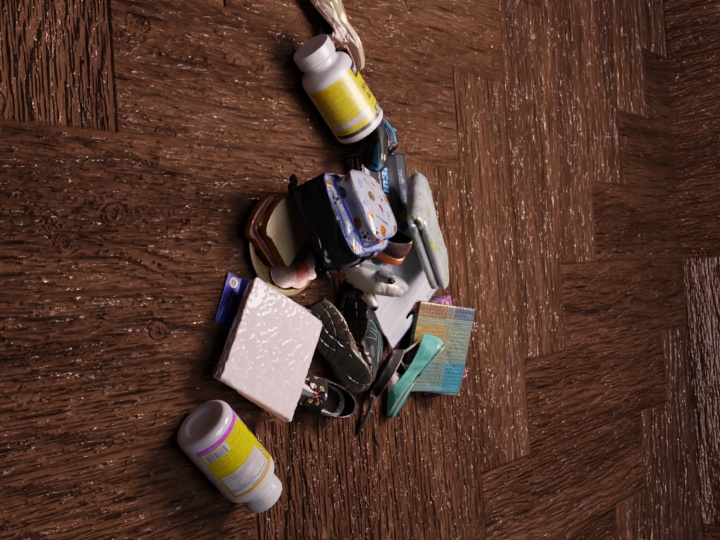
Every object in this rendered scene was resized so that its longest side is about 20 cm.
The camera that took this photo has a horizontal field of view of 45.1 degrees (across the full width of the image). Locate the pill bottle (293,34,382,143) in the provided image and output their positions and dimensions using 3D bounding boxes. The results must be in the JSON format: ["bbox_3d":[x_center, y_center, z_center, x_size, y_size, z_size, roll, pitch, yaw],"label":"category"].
[{"bbox_3d":[-0.048,-0.362,1.726,0.200,0.111,0.112,54,49,-32],"label":"pill bottle"}]

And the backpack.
[{"bbox_3d":[-0.023,-0.098,1.617,0.190,0.153,0.202,-10,82,-73],"label":"backpack"}]

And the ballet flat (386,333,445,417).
[{"bbox_3d":[0.100,0.220,1.869,0.201,0.070,0.067,-53,170,-3],"label":"ballet flat"}]

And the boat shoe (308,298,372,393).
[{"bbox_3d":[-0.046,0.149,1.715,0.075,0.074,0.201,-27,100,-2],"label":"boat shoe"}]

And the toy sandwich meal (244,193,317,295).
[{"bbox_3d":[-0.132,-0.053,1.627,0.204,0.070,0.208,7,81,-49],"label":"toy sandwich meal"}]

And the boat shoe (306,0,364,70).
[{"bbox_3d":[-0.056,-0.488,1.775,0.072,0.072,0.201,-37,130,-12],"label":"boat shoe"}]

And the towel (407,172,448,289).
[{"bbox_3d":[0.142,-0.081,1.824,0.172,0.048,0.201,-88,160,-54],"label":"towel"}]

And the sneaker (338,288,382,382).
[{"bbox_3d":[0.003,0.131,1.782,0.079,0.075,0.202,-30,117,-58],"label":"sneaker"}]

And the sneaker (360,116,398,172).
[{"bbox_3d":[0.047,-0.264,1.790,0.081,0.073,0.201,26,35,-21],"label":"sneaker"}]

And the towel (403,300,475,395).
[{"bbox_3d":[0.173,0.173,1.924,0.145,0.022,0.202,9,95,-21],"label":"towel"}]

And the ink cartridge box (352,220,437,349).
[{"bbox_3d":[0.077,0.032,1.859,0.200,0.040,0.201,-50,136,-29],"label":"ink cartridge box"}]

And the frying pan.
[{"bbox_3d":[0.037,0.242,1.819,0.191,0.031,0.115,-58,-178,13],"label":"frying pan"}]

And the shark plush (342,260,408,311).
[{"bbox_3d":[0.000,0.000,1.736,0.083,0.199,0.091,-45,158,-51],"label":"shark plush"}]

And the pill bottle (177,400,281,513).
[{"bbox_3d":[-0.215,0.320,1.467,0.201,0.104,0.105,58,47,-30],"label":"pill bottle"}]

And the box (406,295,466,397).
[{"bbox_3d":[0.177,0.173,1.996,0.136,0.039,0.202,-25,106,-48],"label":"box"}]

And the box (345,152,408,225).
[{"bbox_3d":[0.044,-0.151,1.864,0.158,0.046,0.202,-9,94,-50],"label":"box"}]

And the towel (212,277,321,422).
[{"bbox_3d":[-0.161,0.143,1.552,0.191,0.032,0.202,38,60,-38],"label":"towel"}]

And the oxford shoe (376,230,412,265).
[{"bbox_3d":[0.013,-0.087,1.746,0.199,0.073,0.072,25,49,-9],"label":"oxford shoe"}]

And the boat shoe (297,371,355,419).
[{"bbox_3d":[-0.088,0.234,1.660,0.201,0.063,0.074,30,69,-42],"label":"boat shoe"}]

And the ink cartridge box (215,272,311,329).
[{"bbox_3d":[-0.175,0.084,1.593,0.199,0.037,0.096,31,64,-42],"label":"ink cartridge box"}]
